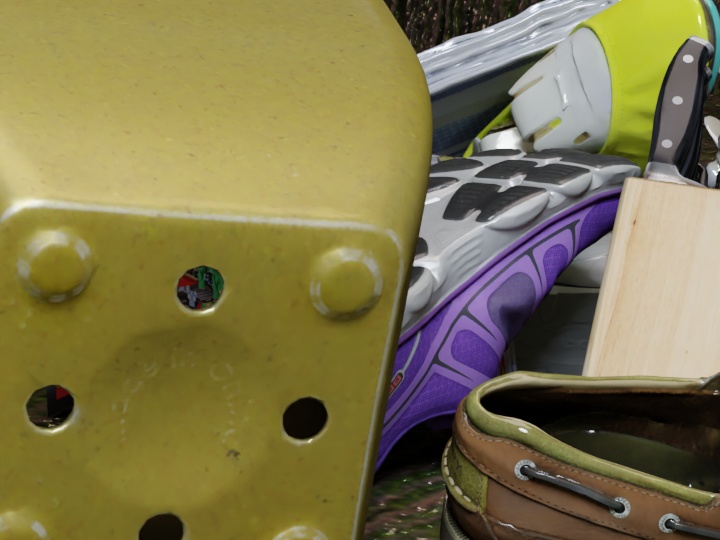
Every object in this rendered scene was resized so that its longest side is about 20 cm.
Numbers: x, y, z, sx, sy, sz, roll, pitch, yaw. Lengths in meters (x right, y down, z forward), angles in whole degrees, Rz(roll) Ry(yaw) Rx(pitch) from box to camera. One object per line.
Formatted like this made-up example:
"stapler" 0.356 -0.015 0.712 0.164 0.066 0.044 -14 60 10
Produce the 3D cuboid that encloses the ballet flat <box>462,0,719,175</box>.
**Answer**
"ballet flat" 0.089 -0.063 1.099 0.067 0.067 0.200 -9 -14 -19

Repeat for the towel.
"towel" 0.066 -0.075 1.197 0.147 0.024 0.200 -21 -15 6

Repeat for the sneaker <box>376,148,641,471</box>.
"sneaker" 0.037 0.013 0.999 0.081 0.084 0.200 9 34 44

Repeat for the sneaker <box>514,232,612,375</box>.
"sneaker" 0.128 0.015 1.146 0.199 0.077 0.081 9 32 0

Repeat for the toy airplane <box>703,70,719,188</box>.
"toy airplane" 0.264 -0.027 1.253 0.200 0.199 0.141 12 48 22

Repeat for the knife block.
"knife block" 0.122 0.005 0.950 0.064 0.176 0.200 8 9 11

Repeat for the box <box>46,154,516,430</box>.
"box" -0.030 0.005 1.009 0.200 0.110 0.035 3 -17 -34

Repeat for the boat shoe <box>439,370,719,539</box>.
"boat shoe" 0.126 0.071 0.824 0.199 0.068 0.072 1 38 -4

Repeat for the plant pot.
"plant pot" -0.078 0.009 0.775 0.194 0.196 0.200 4 19 -20
